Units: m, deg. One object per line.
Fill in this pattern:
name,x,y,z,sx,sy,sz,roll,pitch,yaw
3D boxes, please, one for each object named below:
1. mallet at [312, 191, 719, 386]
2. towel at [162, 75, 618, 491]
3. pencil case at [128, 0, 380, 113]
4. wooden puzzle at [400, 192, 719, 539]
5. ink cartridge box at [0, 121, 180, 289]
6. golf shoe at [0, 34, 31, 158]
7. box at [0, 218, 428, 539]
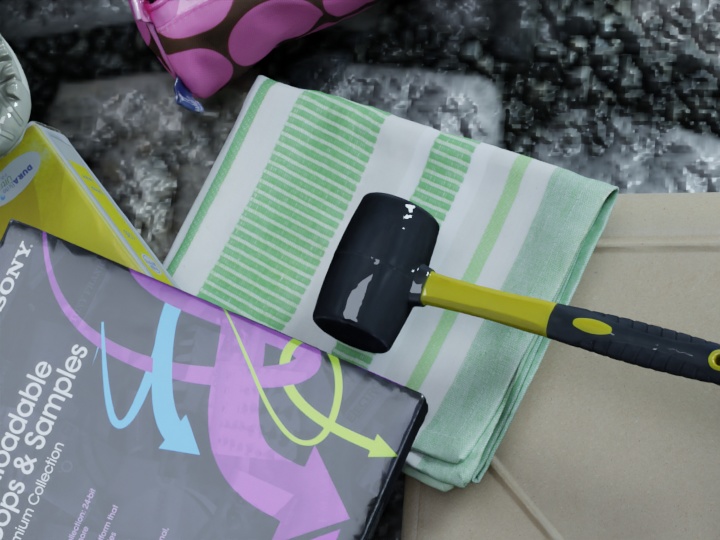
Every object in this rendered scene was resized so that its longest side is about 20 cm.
mallet,0.078,0.010,0.898,0.198,0.041,0.066,7,69,23
towel,0.000,0.000,0.968,0.199,0.023,0.153,21,80,33
pencil case,-0.015,-0.157,1.006,0.199,0.094,0.091,-29,69,4
wooden puzzle,0.112,0.059,0.939,0.183,0.037,0.202,0,68,16
ink cartridge box,-0.157,0.071,0.981,0.198,0.047,0.200,-44,65,10
golf shoe,-0.199,-0.083,1.006,0.199,0.097,0.079,26,80,46
box,-0.089,0.081,0.904,0.199,0.036,0.144,22,80,10
